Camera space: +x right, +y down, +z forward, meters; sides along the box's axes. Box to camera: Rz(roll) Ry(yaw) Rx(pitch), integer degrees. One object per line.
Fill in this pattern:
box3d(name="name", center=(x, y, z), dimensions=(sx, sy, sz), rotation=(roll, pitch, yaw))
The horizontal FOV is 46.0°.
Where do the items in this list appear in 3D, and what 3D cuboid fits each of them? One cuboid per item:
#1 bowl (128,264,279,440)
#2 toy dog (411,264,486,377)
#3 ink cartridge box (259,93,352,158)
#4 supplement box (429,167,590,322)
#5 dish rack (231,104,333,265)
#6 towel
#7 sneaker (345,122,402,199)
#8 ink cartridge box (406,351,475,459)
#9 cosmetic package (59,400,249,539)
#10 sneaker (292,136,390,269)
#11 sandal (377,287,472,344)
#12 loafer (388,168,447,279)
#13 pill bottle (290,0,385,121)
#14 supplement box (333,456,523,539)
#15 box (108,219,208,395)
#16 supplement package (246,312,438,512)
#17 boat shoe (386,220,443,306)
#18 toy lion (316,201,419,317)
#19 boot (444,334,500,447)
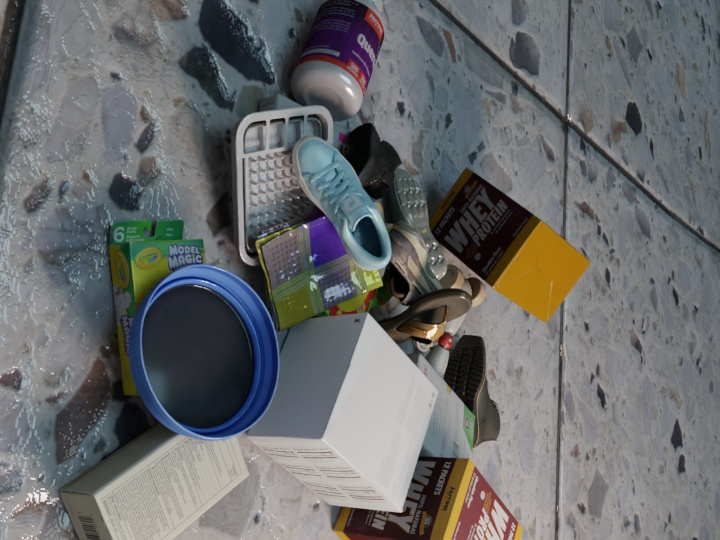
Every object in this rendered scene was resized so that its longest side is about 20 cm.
box3d(name="bowl", center=(-0.181, 0.096, 0.991), dimensions=(0.198, 0.039, 0.205), rotation=(19, 63, -42))
box3d(name="toy dog", center=(0.132, 0.080, 1.461), dimensions=(0.201, 0.095, 0.133), rotation=(-52, 127, -24))
box3d(name="ink cartridge box", center=(-0.073, -0.140, 1.252), dimensions=(0.198, 0.043, 0.178), rotation=(18, 70, -49))
box3d(name="supplement box", center=(0.256, -0.044, 1.488), dimensions=(0.196, 0.200, 0.134), rotation=(29, 101, -45))
box3d(name="dish rack", center=(-0.111, -0.120, 1.156), dimensions=(0.170, 0.043, 0.205), rotation=(-17, 115, -44))
box3d(name="towel", center=(-0.055, -0.010, 1.184), dimensions=(0.197, 0.023, 0.147), rotation=(-21, 113, -32))
box3d(name="sneaker", center=(0.016, -0.145, 1.272), dimensions=(0.105, 0.059, 0.202), rotation=(61, 27, -33))
box3d(name="ink cartridge box", center=(0.101, 0.250, 1.360), dimensions=(0.201, 0.086, 0.147), rotation=(50, 37, -38))
box3d(name="cosmetic package", center=(-0.230, 0.243, 0.976), dimensions=(0.199, 0.072, 0.106), rotation=(-32, 108, -49))
box3d(name="sneaker", center=(-0.015, -0.092, 1.120), dimensions=(0.074, 0.082, 0.202), rotation=(-38, 103, -14))
box3d(name="sandal", center=(0.085, 0.088, 1.292), dimensions=(0.082, 0.197, 0.055), rotation=(40, 30, -51))
box3d(name="loafer", center=(0.082, -0.070, 1.420), dimensions=(0.069, 0.069, 0.204), rotation=(-5, 73, -38))
box3d(name="pill bottle", center=(-0.027, -0.334, 1.280), dimensions=(0.112, 0.111, 0.203), rotation=(42, 55, -39))
box3d(name="supplement box", center=(0.105, 0.389, 1.274), dimensions=(0.198, 0.197, 0.134), rotation=(53, 48, -32))
box3d(name="box", center=(-0.236, 0.039, 1.020), dimensions=(0.116, 0.048, 0.205), rotation=(-6, 88, -51))
box3d(name="supplement package", center=(-0.019, 0.199, 1.187), dimensions=(0.200, 0.145, 0.194), rotation=(48, 50, -35))
box3d(name="boat shoe", center=(0.073, 0.015, 1.307), dimensions=(0.073, 0.074, 0.202), rotation=(-39, 129, -16))
box3d(name="toy lion", center=(0.000, 0.000, 1.297), dimensions=(0.199, 0.068, 0.196), rotation=(27, 80, -54))
box3d(name="boot", center=(0.215, 0.220, 1.546), dimensions=(0.137, 0.076, 0.205), rotation=(7, 92, -54))
